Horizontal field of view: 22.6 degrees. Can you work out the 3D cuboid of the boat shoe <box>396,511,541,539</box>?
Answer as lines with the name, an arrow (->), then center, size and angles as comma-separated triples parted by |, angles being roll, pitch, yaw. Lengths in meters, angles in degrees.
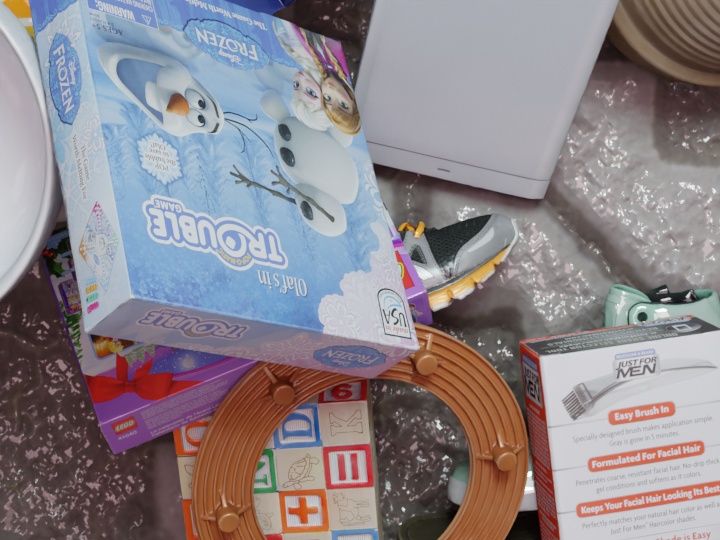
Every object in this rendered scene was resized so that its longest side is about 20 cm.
boat shoe -> 0.118, 0.190, 1.127 | 0.198, 0.072, 0.069 | 2, 112, -3

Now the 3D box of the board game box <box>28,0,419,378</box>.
board game box -> -0.070, -0.052, 0.941 | 0.043, 0.199, 0.201 | -31, 61, 36

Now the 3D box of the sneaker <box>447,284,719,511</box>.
sneaker -> 0.138, 0.073, 1.108 | 0.199, 0.074, 0.119 | -16, 99, -7

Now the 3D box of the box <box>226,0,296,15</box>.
box -> -0.028, -0.237, 1.049 | 0.200, 0.032, 0.122 | -40, 97, -28

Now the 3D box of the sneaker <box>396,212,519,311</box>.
sneaker -> 0.000, 0.000, 1.099 | 0.198, 0.078, 0.078 | -20, 91, 1

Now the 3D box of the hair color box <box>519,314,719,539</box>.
hair color box -> 0.161, 0.135, 1.049 | 0.110, 0.064, 0.202 | -8, 98, -7

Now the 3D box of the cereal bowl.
cereal bowl -> -0.245, -0.067, 0.954 | 0.198, 0.083, 0.202 | 1, 101, 6

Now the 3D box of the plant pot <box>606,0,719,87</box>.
plant pot -> 0.229, -0.203, 1.042 | 0.199, 0.093, 0.203 | -6, 104, -23

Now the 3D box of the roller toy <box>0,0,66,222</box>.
roller toy -> -0.181, -0.122, 1.049 | 0.199, 0.140, 0.184 | -23, 96, 0

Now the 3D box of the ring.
ring -> 0.003, 0.123, 1.031 | 0.199, 0.019, 0.202 | -5, 113, -13

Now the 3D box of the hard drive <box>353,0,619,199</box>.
hard drive -> 0.068, -0.126, 1.044 | 0.131, 0.201, 0.027 | 13, 51, -2

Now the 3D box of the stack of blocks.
stack of blocks -> -0.044, 0.157, 1.090 | 0.114, 0.059, 0.202 | -4, 113, 3

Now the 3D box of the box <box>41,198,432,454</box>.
box -> -0.075, 0.006, 1.047 | 0.199, 0.039, 0.137 | -22, 57, -5
